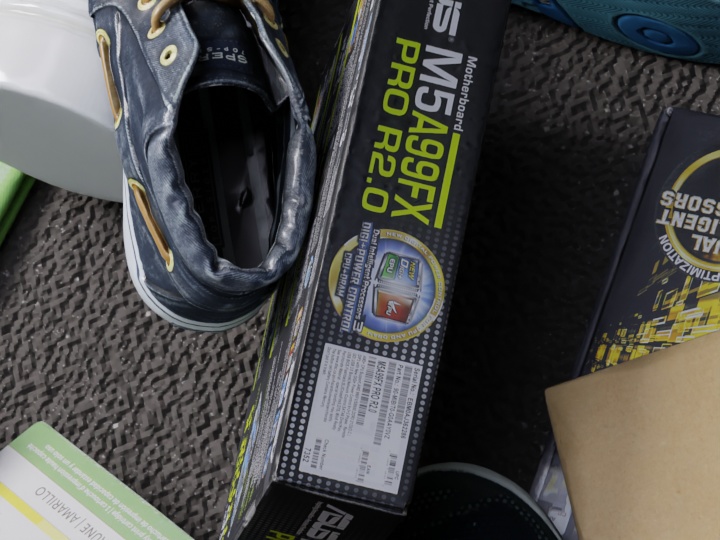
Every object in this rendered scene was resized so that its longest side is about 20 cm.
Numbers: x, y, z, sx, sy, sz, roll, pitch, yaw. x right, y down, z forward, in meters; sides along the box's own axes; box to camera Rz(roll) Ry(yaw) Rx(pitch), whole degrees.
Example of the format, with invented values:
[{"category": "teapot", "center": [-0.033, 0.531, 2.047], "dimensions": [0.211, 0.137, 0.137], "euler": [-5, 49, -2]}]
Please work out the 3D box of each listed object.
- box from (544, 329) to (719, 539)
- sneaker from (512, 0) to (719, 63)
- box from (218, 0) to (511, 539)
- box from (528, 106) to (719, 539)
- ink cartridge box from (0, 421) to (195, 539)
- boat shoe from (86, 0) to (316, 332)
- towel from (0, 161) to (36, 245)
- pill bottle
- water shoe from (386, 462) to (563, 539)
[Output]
[{"category": "box", "center": [0.152, 0.102, 0.849], "dimensions": [0.163, 0.021, 0.201], "euler": [-19, 64, 15]}, {"category": "sneaker", "center": [0.089, -0.156, 1.014], "dimensions": [0.200, 0.080, 0.131], "euler": [21, 77, 28]}, {"category": "box", "center": [0.000, 0.000, 0.934], "dimensions": [0.044, 0.160, 0.201], "euler": [14, 69, -5]}, {"category": "box", "center": [0.168, 0.043, 0.907], "dimensions": [0.199, 0.049, 0.162], "euler": [14, 77, 27]}, {"category": "ink cartridge box", "center": [-0.139, 0.153, 0.939], "dimensions": [0.200, 0.048, 0.145], "euler": [-40, 38, -16]}, {"category": "boat shoe", "center": [-0.052, -0.083, 0.939], "dimensions": [0.071, 0.091, 0.201], "euler": [-8, 83, -16]}, {"category": "towel", "center": [-0.209, -0.071, 1.129], "dimensions": [0.200, 0.031, 0.150], "euler": [18, 76, 28]}, {"category": "pill bottle", "center": [-0.079, -0.134, 1.050], "dimensions": [0.113, 0.113, 0.201], "euler": [11, 70, 27]}, {"category": "water shoe", "center": [0.038, 0.137, 0.844], "dimensions": [0.071, 0.079, 0.201], "euler": [-16, 58, 10]}]
